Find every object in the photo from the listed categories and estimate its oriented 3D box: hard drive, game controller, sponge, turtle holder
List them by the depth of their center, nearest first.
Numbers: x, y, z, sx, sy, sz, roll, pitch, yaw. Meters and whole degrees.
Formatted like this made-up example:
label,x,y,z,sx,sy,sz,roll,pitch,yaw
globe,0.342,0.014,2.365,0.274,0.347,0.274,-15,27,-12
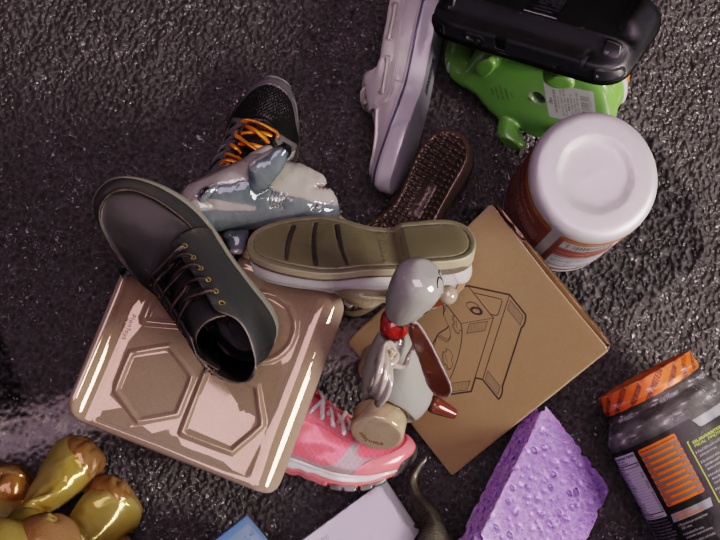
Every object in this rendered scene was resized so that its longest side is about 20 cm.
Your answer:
label,x,y,z,sx,sy,sz,roll,pitch,yaw
sponge,0.147,0.232,1.110,0.112,0.030,0.201,50,52,-19
game controller,0.163,-0.224,1.111,0.198,0.042,0.104,23,53,28
hard drive,0.026,0.314,1.150,0.131,0.026,0.201,-34,84,-8
turtle holder,0.174,-0.198,1.204,0.141,0.184,0.133,44,62,-29

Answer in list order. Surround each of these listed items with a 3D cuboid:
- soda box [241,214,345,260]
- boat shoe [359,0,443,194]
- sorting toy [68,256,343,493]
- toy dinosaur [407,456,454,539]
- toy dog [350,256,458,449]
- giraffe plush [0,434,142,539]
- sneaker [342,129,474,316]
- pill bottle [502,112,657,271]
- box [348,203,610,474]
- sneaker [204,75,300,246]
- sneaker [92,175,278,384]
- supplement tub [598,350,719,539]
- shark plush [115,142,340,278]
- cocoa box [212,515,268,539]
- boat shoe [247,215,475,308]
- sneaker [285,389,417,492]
label,x,y,z,sx,sy,sz,roll,pitch,yaw
soda box,-0.094,0.018,1.175,0.068,0.064,0.200,40,80,4
boat shoe,0.031,-0.175,1.214,0.065,0.072,0.203,12,84,14
sorting toy,-0.134,0.077,1.112,0.197,0.037,0.187,21,78,2
toy dinosaur,0.065,0.268,1.095,0.076,0.102,0.203,13,81,-1
toy dog,0.053,0.079,1.077,0.095,0.200,0.134,12,68,-4
giraffe plush,-0.289,0.242,1.075,0.199,0.162,0.173,-38,84,-9
sneaker,0.046,-0.036,1.187,0.070,0.076,0.201,37,88,17
pill bottle,0.189,-0.062,1.135,0.110,0.200,0.114,1,80,-4
box,0.103,0.065,1.145,0.200,0.021,0.164,-43,82,26
sneaker,-0.108,-0.093,1.188,0.077,0.077,0.203,18,78,2
sneaker,-0.145,0.003,1.028,0.200,0.106,0.075,44,99,-8
supplement tub,0.305,0.184,1.138,0.121,0.123,0.202,-26,83,-7
shark plush,-0.117,-0.043,1.096,0.198,0.091,0.084,-28,102,-22
cocoa box,-0.092,0.335,1.074,0.131,0.133,0.200,-43,84,5
boat shoe,0.000,0.000,1.094,0.196,0.069,0.075,2,46,-2
sneaker,-0.044,0.143,1.136,0.197,0.074,0.088,5,109,-2
